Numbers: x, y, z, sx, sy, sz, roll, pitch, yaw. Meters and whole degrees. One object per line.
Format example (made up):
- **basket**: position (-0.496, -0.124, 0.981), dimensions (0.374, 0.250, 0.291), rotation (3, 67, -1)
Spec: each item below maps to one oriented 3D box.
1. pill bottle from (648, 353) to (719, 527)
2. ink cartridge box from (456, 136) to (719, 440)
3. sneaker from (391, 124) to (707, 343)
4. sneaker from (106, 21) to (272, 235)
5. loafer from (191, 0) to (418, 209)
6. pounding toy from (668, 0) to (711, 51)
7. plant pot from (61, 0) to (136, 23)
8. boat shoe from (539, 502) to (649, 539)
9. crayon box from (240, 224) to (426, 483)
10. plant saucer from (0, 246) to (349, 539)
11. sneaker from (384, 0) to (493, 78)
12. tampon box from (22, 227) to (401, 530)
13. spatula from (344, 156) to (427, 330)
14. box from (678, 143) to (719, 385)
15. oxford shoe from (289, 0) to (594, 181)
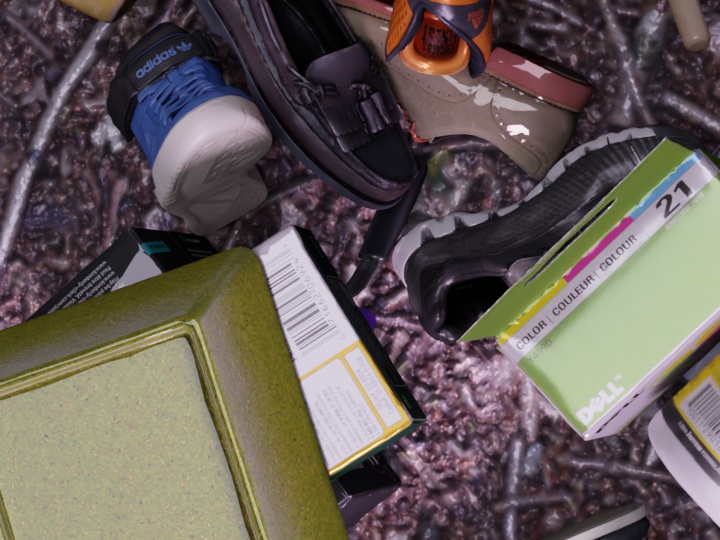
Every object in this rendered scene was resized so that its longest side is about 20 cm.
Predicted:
- **pill bottle**: position (0.254, 0.053, 1.292), dimensions (0.200, 0.111, 0.111), rotation (-44, 80, 10)
- **ink cartridge box**: position (0.141, 0.013, 1.276), dimensions (0.148, 0.200, 0.076), rotation (-44, 79, 11)
- **sneaker**: position (0.113, -0.013, 1.441), dimensions (0.200, 0.066, 0.091), rotation (-24, 38, 16)
- **sneaker**: position (-0.104, -0.094, 1.448), dimensions (0.077, 0.200, 0.111), rotation (-30, 81, -3)
- **loafer**: position (-0.030, -0.126, 1.441), dimensions (0.200, 0.072, 0.063), rotation (53, 133, 1)
- **pounding toy**: position (0.167, -0.244, 1.410), dimensions (0.184, 0.142, 0.200), rotation (30, 96, 13)
- **plant pot**: position (-0.181, -0.253, 1.483), dimensions (0.189, 0.201, 0.201), rotation (38, 98, -5)
- **boat shoe**: position (0.090, 0.202, 1.457), dimensions (0.199, 0.075, 0.066), rotation (-30, 84, 12)
- **crayon box**: position (-0.082, 0.081, 1.359), dimensions (0.200, 0.052, 0.126), rotation (-33, 82, 8)
- **plant saucer**: position (-0.123, 0.110, 1.316), dimensions (0.199, 0.048, 0.200), rotation (-19, 84, 10)
- **sneaker**: position (0.041, -0.169, 1.417), dimensions (0.077, 0.200, 0.112), rotation (8, 100, 2)
- **tampon box**: position (-0.096, 0.092, 1.465), dimensions (0.126, 0.150, 0.200), rotation (-41, 80, 9)
- **spatula**: position (0.000, 0.000, 1.446), dimensions (0.056, 0.200, 0.021), rotation (8, 133, 19)
- **box**: position (0.264, 0.002, 1.401), dimensions (0.182, 0.104, 0.200), rotation (43, 99, 12)
- **oxford shoe**: position (0.033, -0.115, 1.480), dimensions (0.200, 0.070, 0.075), rotation (25, 102, 15)
